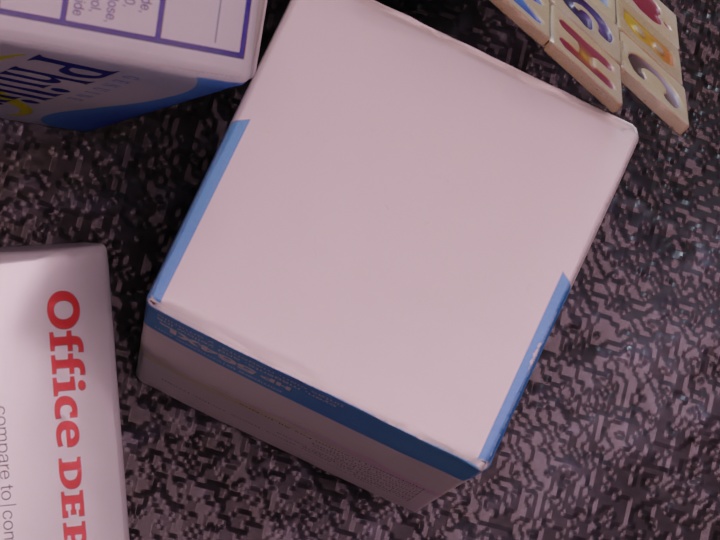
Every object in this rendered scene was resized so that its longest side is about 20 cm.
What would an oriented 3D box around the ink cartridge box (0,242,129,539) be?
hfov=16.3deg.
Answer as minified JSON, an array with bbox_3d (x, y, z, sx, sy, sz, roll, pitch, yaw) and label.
[{"bbox_3d":[-0.185,0.067,0.876,0.200,0.085,0.145,-4,89,-24],"label":"ink cartridge box"}]

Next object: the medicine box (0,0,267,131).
[{"bbox_3d":[-0.150,-0.118,0.846,0.200,0.182,0.103,9,85,-22],"label":"medicine box"}]

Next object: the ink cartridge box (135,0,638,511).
[{"bbox_3d":[0.000,0.000,0.907,0.125,0.200,0.129,26,77,-2],"label":"ink cartridge box"}]

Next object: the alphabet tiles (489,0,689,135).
[{"bbox_3d":[0.041,-0.132,0.872,0.200,0.166,0.006,41,113,-16],"label":"alphabet tiles"}]
